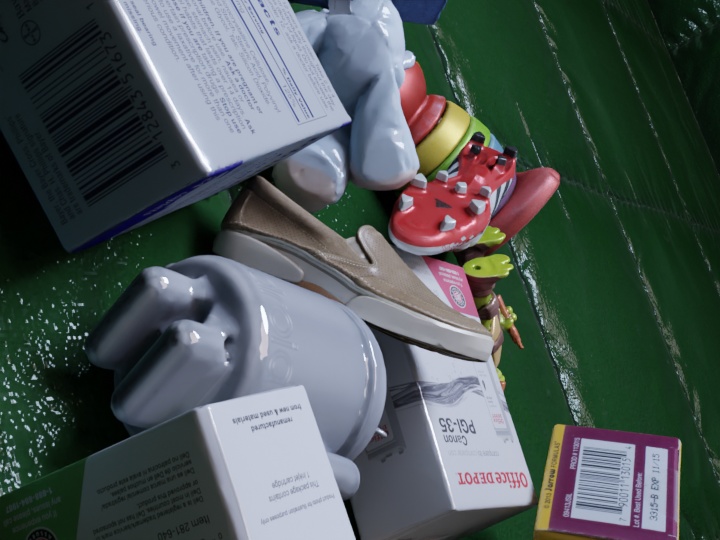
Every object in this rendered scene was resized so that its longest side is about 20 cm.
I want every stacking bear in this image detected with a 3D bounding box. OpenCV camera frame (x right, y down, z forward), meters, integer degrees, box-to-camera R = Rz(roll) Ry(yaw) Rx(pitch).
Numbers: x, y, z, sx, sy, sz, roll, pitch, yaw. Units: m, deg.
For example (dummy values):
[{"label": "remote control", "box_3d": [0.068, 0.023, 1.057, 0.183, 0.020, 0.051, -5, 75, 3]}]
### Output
[{"label": "stacking bear", "box_3d": [0.065, -0.113, 0.983, 0.200, 0.121, 0.114, 44, 78, -16]}]

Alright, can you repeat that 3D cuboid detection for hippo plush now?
[{"label": "hippo plush", "box_3d": [-0.031, -0.152, 0.835, 0.161, 0.157, 0.202, -109, -155, -79]}]

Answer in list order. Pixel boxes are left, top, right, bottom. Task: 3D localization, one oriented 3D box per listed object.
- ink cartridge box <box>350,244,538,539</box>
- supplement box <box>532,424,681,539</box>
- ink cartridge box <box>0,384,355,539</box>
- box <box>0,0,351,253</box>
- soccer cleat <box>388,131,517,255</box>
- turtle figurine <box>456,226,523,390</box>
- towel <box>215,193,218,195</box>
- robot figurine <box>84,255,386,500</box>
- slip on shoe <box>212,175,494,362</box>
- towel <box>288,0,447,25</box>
[{"label": "ink cartridge box", "box_3d": [0.043, 0.094, 0.797, 0.146, 0.082, 0.202, 15, 53, -56]}, {"label": "supplement box", "box_3d": [0.187, 0.241, 0.825, 0.131, 0.102, 0.202, -62, 153, -57]}, {"label": "ink cartridge box", "box_3d": [-0.068, 0.173, 0.480, 0.084, 0.144, 0.202, -2, 69, -60]}, {"label": "box", "box_3d": [-0.121, -0.130, 0.615, 0.185, 0.104, 0.200, 62, 26, -3]}, {"label": "soccer cleat", "box_3d": [0.073, -0.043, 0.855, 0.068, 0.086, 0.200, 25, 32, 12]}, {"label": "turtle figurine", "box_3d": [0.108, 0.047, 0.947, 0.201, 0.064, 0.163, -68, 156, -57]}, {"label": "towel", "box_3d": [-0.162, -0.141, 0.692, 0.199, 0.030, 0.151, 19, 53, -54]}, {"label": "robot figurine", "box_3d": [-0.060, 0.061, 0.617, 0.199, 0.113, 0.170, 23, 28, -52]}, {"label": "slip on shoe", "box_3d": [0.000, 0.000, 0.707, 0.061, 0.198, 0.076, -66, 165, -5]}, {"label": "towel", "box_3d": [-0.024, -0.244, 0.831, 0.198, 0.112, 0.049, 7, 78, -10]}]
